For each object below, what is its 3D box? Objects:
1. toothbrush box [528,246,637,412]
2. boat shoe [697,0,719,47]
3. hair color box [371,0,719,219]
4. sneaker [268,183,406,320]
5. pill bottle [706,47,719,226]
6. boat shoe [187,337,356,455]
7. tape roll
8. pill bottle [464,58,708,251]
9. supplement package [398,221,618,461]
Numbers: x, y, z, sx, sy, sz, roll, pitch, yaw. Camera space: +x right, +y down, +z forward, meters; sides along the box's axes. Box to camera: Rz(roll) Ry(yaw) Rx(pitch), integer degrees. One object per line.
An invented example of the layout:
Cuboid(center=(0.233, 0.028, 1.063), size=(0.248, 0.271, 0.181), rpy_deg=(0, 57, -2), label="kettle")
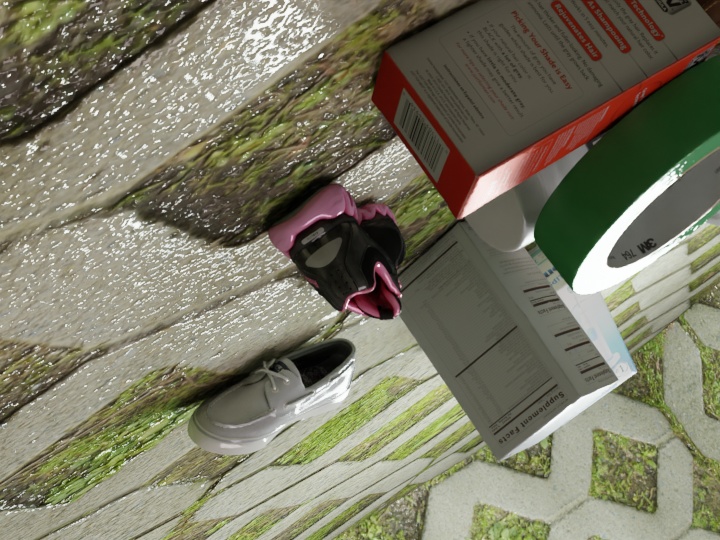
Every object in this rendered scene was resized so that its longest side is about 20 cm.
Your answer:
Cuboid(center=(0.227, 0.080, 1.584), size=(0.146, 0.085, 0.201), rpy_deg=(-35, 131, -1), label="toothbrush box")
Cuboid(center=(0.260, -0.219, 0.952), size=(0.199, 0.072, 0.068), rpy_deg=(-33, 138, -16), label="boat shoe")
Cuboid(center=(0.116, -0.127, 0.824), size=(0.199, 0.102, 0.061), rpy_deg=(-30, 164, -19), label="hair color box")
Cuboid(center=(0.000, 0.000, 0.983), size=(0.079, 0.096, 0.200), rpy_deg=(-39, 167, 12), label="sneaker")
Cuboid(center=(0.319, -0.146, 1.115), size=(0.202, 0.103, 0.104), rpy_deg=(-62, 166, -4), label="pill bottle")
Cuboid(center=(-0.076, 0.112, 1.235), size=(0.199, 0.072, 0.069), rpy_deg=(-13, 133, -42), label="boat shoe")
Cuboid(center=(0.212, -0.065, 0.911), size=(0.199, 0.048, 0.201), rpy_deg=(-32, 160, -13), label="tape roll")
Cuboid(center=(0.169, -0.101, 1.005), size=(0.199, 0.117, 0.117), rpy_deg=(-29, 165, -21), label="pill bottle")
Cuboid(center=(0.136, 0.064, 1.280), size=(0.114, 0.201, 0.109), rpy_deg=(-41, 164, 26), label="supplement package")
